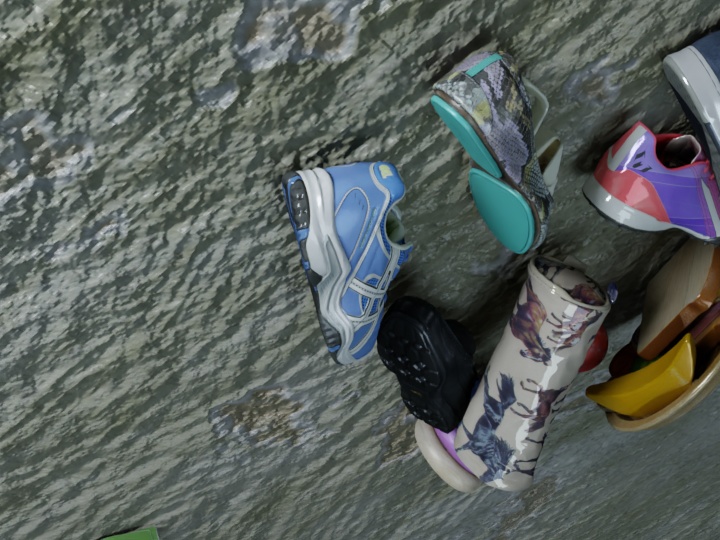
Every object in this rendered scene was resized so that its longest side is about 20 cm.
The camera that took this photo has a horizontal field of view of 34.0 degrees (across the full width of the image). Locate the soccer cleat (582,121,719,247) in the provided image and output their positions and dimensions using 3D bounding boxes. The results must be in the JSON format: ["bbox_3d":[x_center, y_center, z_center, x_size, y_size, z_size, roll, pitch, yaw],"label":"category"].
[{"bbox_3d":[0.256,-0.067,0.907,0.198,0.068,0.074,4,127,-39],"label":"soccer cleat"}]

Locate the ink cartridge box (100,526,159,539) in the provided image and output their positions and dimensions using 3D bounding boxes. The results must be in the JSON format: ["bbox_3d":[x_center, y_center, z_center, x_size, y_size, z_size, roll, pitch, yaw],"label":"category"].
[{"bbox_3d":[-0.216,0.341,1.131,0.058,0.105,0.201,-11,146,-21],"label":"ink cartridge box"}]

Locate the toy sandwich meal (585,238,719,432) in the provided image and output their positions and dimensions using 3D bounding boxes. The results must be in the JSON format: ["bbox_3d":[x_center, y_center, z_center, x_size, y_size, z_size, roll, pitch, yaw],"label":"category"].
[{"bbox_3d":[0.270,0.050,1.034,0.070,0.206,0.205,37,122,-9],"label":"toy sandwich meal"}]

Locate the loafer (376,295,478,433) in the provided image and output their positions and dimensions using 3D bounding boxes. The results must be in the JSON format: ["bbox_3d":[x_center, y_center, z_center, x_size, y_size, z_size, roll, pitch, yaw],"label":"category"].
[{"bbox_3d":[0.060,0.067,0.970,0.071,0.067,0.201,-57,155,-18],"label":"loafer"}]

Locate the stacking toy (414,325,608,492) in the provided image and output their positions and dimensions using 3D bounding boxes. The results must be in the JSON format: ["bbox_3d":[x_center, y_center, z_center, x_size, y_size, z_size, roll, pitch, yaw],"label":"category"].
[{"bbox_3d":[0.144,0.111,1.083,0.200,0.086,0.085,-45,144,16],"label":"stacking toy"}]

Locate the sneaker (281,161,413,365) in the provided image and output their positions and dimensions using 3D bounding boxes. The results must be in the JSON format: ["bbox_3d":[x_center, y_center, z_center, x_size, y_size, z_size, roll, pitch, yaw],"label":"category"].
[{"bbox_3d":[0.000,0.000,0.809,0.076,0.077,0.201,-17,149,-5],"label":"sneaker"}]

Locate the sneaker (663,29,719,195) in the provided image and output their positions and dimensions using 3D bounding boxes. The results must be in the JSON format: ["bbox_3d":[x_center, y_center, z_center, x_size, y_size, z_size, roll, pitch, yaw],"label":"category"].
[{"bbox_3d":[0.317,-0.101,0.832,0.145,0.077,0.204,-31,119,5],"label":"sneaker"}]

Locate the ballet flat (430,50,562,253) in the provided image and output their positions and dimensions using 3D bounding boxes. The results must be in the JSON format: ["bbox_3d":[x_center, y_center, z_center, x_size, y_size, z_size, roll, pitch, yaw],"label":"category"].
[{"bbox_3d":[0.103,-0.078,0.783,0.071,0.073,0.201,-28,149,5],"label":"ballet flat"}]

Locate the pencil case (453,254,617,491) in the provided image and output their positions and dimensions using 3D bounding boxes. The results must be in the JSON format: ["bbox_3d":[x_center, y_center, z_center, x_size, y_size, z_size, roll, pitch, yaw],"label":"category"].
[{"bbox_3d":[0.141,0.087,0.980,0.089,0.077,0.203,-20,135,-55],"label":"pencil case"}]
